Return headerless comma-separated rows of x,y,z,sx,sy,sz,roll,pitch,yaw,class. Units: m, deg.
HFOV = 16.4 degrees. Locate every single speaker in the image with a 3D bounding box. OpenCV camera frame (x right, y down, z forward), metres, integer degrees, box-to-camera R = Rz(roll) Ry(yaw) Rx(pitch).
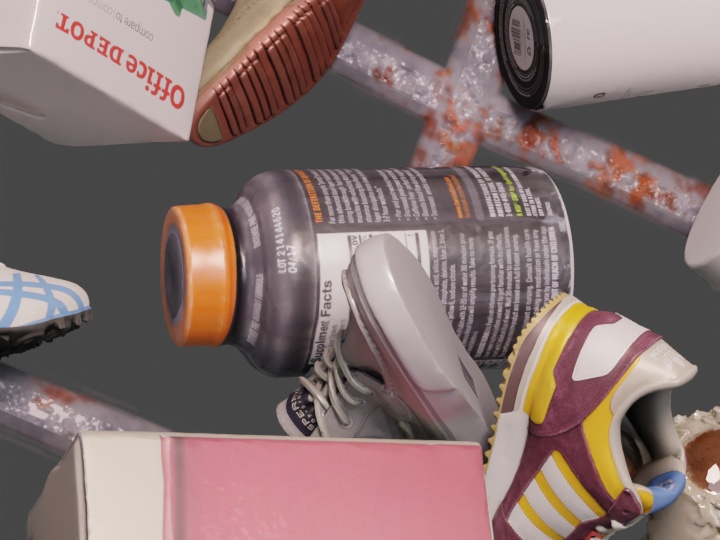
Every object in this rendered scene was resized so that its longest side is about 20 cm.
0.179,-0.138,1.366,0.199,0.081,0.082,-9,81,-17,speaker

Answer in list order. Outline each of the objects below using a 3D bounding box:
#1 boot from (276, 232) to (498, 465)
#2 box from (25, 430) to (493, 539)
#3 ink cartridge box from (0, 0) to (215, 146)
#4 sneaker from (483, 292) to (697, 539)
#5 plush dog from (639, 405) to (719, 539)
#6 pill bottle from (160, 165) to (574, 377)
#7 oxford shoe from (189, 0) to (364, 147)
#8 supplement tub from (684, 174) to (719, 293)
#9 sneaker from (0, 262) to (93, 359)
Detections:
0.004,0.058,1.194,0.095,0.200,0.074,-19,55,8,boot
-0.048,0.148,1.178,0.199,0.128,0.109,2,65,-18,box
-0.136,-0.176,1.240,0.084,0.146,0.201,2,76,31,ink cartridge box
0.109,0.112,1.212,0.090,0.201,0.075,25,39,26,sneaker
0.222,0.166,1.296,0.171,0.160,0.200,-21,74,-38,plush dog
0.000,0.000,1.271,0.199,0.106,0.107,-1,78,-16,pill bottle
-0.040,-0.149,1.324,0.074,0.071,0.200,34,70,20,oxford shoe
0.291,0.001,1.342,0.200,0.132,0.132,35,71,-7,supplement tub
-0.209,0.009,1.195,0.200,0.072,0.073,3,70,-48,sneaker
